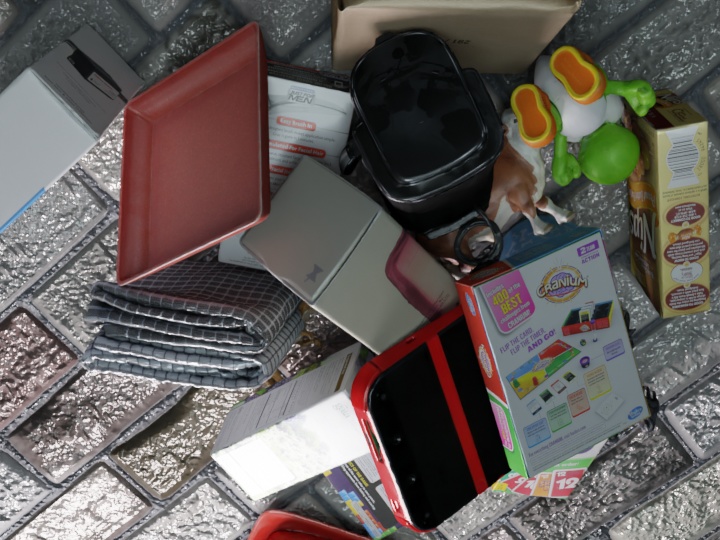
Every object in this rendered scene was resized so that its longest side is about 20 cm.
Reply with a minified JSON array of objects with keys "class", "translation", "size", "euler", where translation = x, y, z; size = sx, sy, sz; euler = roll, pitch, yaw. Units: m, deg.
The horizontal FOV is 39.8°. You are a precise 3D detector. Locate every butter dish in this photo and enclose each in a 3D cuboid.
[{"class":"butter dish","translation":[-0.063,0.422,1.205],"size":[0.197,0.148,0.202],"euler":[20,113,-11]}]

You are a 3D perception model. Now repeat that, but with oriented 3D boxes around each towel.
[{"class":"towel","translation":[-0.164,0.042,1.004],"size":[0.196,0.166,0.087],"euler":[8,109,7]}]

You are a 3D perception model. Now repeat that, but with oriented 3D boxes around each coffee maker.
[{"class":"coffee maker","translation":[0.074,-0.102,0.899],"size":[0.192,0.200,0.135],"euler":[41,91,7]}]

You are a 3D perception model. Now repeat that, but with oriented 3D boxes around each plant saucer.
[{"class":"plant saucer","translation":[-0.151,-0.102,0.928],"size":[0.198,0.203,0.036],"euler":[-22,151,36]}]

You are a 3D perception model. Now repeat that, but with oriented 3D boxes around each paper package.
[{"class":"paper package","translation":[0.073,-0.247,0.880],"size":[0.196,0.191,0.106],"euler":[0,85,-4]}]

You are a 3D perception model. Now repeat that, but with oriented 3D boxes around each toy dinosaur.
[{"class":"toy dinosaur","translation":[-0.108,0.087,1.112],"size":[0.198,0.060,0.108],"euler":[-27,84,6]}]

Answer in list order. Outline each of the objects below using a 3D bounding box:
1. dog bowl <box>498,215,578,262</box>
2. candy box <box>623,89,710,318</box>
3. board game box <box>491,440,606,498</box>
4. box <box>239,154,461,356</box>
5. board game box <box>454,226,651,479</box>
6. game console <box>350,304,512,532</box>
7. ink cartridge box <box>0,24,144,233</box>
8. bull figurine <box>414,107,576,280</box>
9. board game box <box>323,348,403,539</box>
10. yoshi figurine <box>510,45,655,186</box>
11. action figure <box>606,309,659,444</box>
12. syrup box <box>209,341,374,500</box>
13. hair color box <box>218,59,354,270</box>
[{"class":"dog bowl","translation":[0.175,0.034,1.092],"size":[0.111,0.050,0.201],"euler":[35,108,-16]},{"class":"candy box","translation":[0.312,-0.069,1.014],"size":[0.054,0.116,0.203],"euler":[-8,115,2]},{"class":"board game box","translation":[0.218,0.185,1.092],"size":[0.094,0.030,0.202],"euler":[8,133,-10]},{"class":"box","translation":[0.000,0.000,0.972],"size":[0.110,0.127,0.200],"euler":[-52,140,-2]},{"class":"board game box","translation":[0.191,0.078,0.975],"size":[0.151,0.040,0.203],"euler":[-21,102,-17]},{"class":"game console","translation":[0.087,0.146,0.994],"size":[0.175,0.031,0.203],"euler":[-32,118,-23]},{"class":"ink cartridge box","translation":[-0.294,-0.133,0.916],"size":[0.145,0.201,0.084],"euler":[-39,108,15]},{"class":"bull figurine","translation":[0.143,-0.070,1.025],"size":[0.200,0.065,0.122],"euler":[-47,71,25]},{"class":"board game box","translation":[0.031,0.194,1.156],"size":[0.164,0.057,0.201],"euler":[-31,111,9]},{"class":"yoshi figurine","translation":[0.218,-0.134,0.937],"size":[0.111,0.199,0.114],"euler":[12,94,28]},{"class":"action figure","translation":[0.259,0.105,1.102],"size":[0.118,0.103,0.201],"euler":[-27,128,12]},{"class":"syrup box","translation":[-0.057,0.161,1.047],"size":[0.198,0.082,0.079],"euler":[-29,113,30]},{"class":"hair color box","translation":[-0.076,-0.102,1.014],"size":[0.109,0.064,0.203],"euler":[10,115,-7]}]
